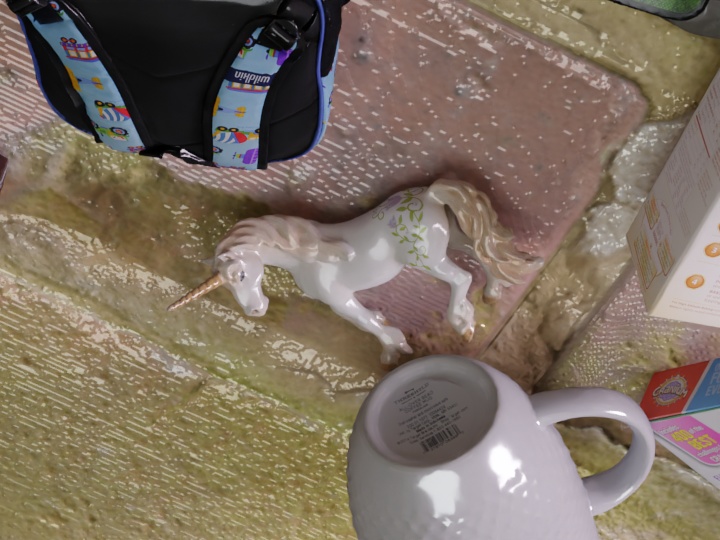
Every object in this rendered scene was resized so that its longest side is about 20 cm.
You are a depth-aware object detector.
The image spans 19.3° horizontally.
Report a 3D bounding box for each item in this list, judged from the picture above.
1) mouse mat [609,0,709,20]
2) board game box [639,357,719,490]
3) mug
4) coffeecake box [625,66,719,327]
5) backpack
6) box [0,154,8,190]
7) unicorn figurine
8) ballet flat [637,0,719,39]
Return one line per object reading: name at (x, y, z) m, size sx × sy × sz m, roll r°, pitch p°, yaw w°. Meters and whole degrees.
mouse mat at (0.136, -0.237, 1.088) m, size 0.161 × 0.008 × 0.200 m, roll 16°, pitch 115°, yaw -7°
board game box at (0.295, 0.124, 1.333) m, size 0.200 × 0.040 × 0.153 m, roll 38°, pitch 151°, yaw -21°
mug at (0.089, 0.132, 1.335) m, size 0.200 × 0.148 × 0.175 m, roll -19°, pitch 136°, yaw 3°
coffeecake box at (0.262, -0.055, 1.187) m, size 0.153 × 0.073 × 0.200 m, roll 10°, pitch 132°, yaw -18°
backpack at (-0.092, -0.144, 1.150) m, size 0.182 × 0.135 × 0.200 m, roll 7°, pitch 154°, yaw 4°
box at (-0.328, -0.071, 1.289) m, size 0.200 × 0.075 × 0.100 m, roll 33°, pitch 127°, yaw -20°
unicorn figurine at (0.000, 0.000, 1.306) m, size 0.200 × 0.074 × 0.137 m, roll -33°, pitch 119°, yaw 12°
ballet flat at (0.145, -0.173, 1.153) m, size 0.200 × 0.046 × 0.067 m, roll 10°, pitch 115°, yaw -7°
